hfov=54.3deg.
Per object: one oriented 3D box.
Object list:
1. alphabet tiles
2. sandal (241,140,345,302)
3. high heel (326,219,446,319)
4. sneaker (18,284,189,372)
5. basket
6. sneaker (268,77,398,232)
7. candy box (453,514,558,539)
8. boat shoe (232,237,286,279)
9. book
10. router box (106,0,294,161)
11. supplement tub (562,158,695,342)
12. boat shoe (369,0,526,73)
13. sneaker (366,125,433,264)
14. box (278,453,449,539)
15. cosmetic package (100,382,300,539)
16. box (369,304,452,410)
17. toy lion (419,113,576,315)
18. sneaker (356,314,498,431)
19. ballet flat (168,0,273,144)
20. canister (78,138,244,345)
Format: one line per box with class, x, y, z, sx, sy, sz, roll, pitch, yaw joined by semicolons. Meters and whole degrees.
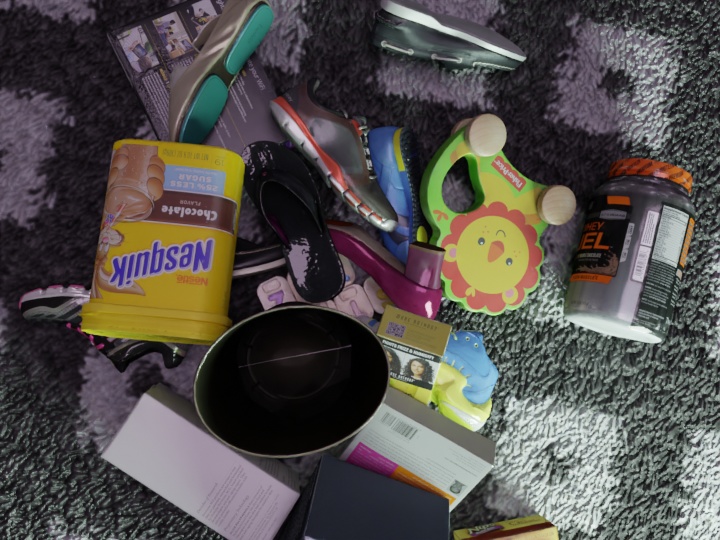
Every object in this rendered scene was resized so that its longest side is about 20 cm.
alphabet tiles;-0.033;0.082;0.849;0.199;0.015;0.196;-25;90;-8
sandal;-0.074;-0.061;0.775;0.075;0.048;0.201;-29;80;6
high heel;0.000;0.000;0.816;0.199;0.067;0.097;17;105;27
sneaker;-0.283;0.069;0.790;0.199;0.074;0.088;8;79;-11
basket;-0.071;0.096;0.731;0.179;0.200;0.137;-11;93;-5
sneaker;-0.013;-0.133;0.788;0.082;0.077;0.200;-41;97;-3
candy box;0.185;0.407;0.835;0.116;0.056;0.201;-8;89;-8
boat shoe;-0.166;-0.019;0.811;0.199;0.072;0.068;-8;91;-5
book;0.038;0.226;0.770;0.133;0.048;0.200;30;126;-4
router box;-0.184;-0.211;0.830;0.149;0.051;0.201;-26;90;-10
supplement tub;0.325;-0.023;0.844;0.122;0.123;0.201;17;84;-5
boat shoe;0.108;-0.279;0.867;0.199;0.076;0.061;16;123;-15
sneaker;0.039;-0.072;0.852;0.078;0.066;0.201;-6;98;28
box;-0.013;0.316;0.743;0.148;0.107;0.201;22;123;-5
cosmetic package;-0.170;0.215;0.779;0.200;0.108;0.085;33;84;-2
box;0.040;0.132;0.764;0.075;0.201;0.050;18;42;7
toy lion;0.148;-0.055;0.843;0.200;0.069;0.192;41;85;-16
sneaker;0.081;0.097;0.832;0.200;0.076;0.105;40;66;-10
ballet flat;-0.169;-0.223;0.781;0.069;0.069;0.201;31;79;-4
canister;-0.202;-0.028;0.738;0.148;0.087;0.201;5;79;-1
